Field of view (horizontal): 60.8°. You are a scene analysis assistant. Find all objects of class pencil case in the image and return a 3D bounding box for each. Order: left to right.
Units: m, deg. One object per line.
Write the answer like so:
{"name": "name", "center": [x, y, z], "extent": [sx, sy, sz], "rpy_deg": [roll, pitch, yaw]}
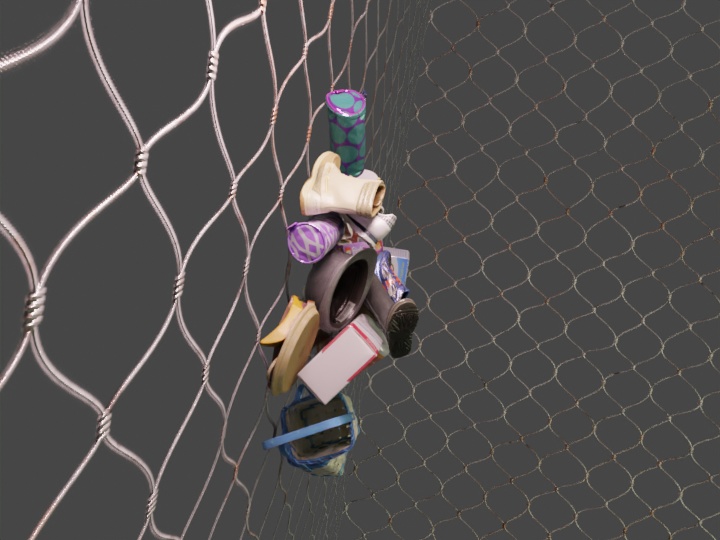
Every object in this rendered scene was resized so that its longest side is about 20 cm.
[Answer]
{"name": "pencil case", "center": [-0.085, -0.074, 1.218], "extent": [0.086, 0.084, 0.200], "rpy_deg": [60, 13, -8]}
{"name": "pencil case", "center": [-0.030, -0.291, 1.314], "extent": [0.201, 0.084, 0.093], "rpy_deg": [91, -12, -55]}

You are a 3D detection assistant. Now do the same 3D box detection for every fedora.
{"name": "fedora", "center": [-0.052, 0.027, 1.282], "extent": [0.177, 0.090, 0.201], "rpy_deg": [-23, 134, -54]}

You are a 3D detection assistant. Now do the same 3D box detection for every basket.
{"name": "basket", "center": [-0.113, 0.396, 1.468], "extent": [0.201, 0.138, 0.177], "rpy_deg": [59, 37, -37]}
{"name": "basket", "center": [-0.090, 0.329, 1.286], "extent": [0.200, 0.175, 0.140], "rpy_deg": [23, 49, -66]}

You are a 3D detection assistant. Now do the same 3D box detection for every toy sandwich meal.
{"name": "toy sandwich meal", "center": [-0.139, 0.137, 1.164], "extent": [0.205, 0.070, 0.206], "rpy_deg": [22, 90, -81]}

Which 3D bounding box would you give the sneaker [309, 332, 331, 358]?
{"name": "sneaker", "center": [-0.101, 0.177, 1.543], "extent": [0.201, 0.071, 0.080], "rpy_deg": [82, 0, -52]}

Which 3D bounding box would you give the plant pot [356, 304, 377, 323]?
{"name": "plant pot", "center": [-0.026, 0.111, 1.666], "extent": [0.187, 0.186, 0.201], "rpy_deg": [-65, 178, -63]}

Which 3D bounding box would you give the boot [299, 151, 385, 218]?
{"name": "boot", "center": [-0.024, -0.172, 1.230], "extent": [0.200, 0.154, 0.073], "rpy_deg": [-69, 160, -52]}

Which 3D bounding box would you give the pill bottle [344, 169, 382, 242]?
{"name": "pill bottle", "center": [0.002, -0.165, 1.643], "extent": [0.201, 0.111, 0.113], "rpy_deg": [93, 10, -47]}

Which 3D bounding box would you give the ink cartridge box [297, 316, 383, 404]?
{"name": "ink cartridge box", "center": [-0.034, 0.178, 1.254], "extent": [0.148, 0.086, 0.200], "rpy_deg": [-45, 175, 5]}

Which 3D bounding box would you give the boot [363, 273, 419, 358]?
{"name": "boot", "center": [0.055, 0.068, 1.338], "extent": [0.183, 0.072, 0.201], "rpy_deg": [100, -22, -43]}

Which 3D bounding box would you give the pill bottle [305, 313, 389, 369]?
{"name": "pill bottle", "center": [-0.041, 0.198, 1.427], "extent": [0.112, 0.199, 0.112], "rpy_deg": [52, 11, -14]}

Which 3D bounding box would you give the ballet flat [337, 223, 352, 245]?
{"name": "ballet flat", "center": [-0.054, -0.076, 1.503], "extent": [0.201, 0.071, 0.072], "rpy_deg": [94, 10, -45]}

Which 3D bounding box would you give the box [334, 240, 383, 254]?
{"name": "box", "center": [0.000, 0.000, 1.492], "extent": [0.200, 0.039, 0.138], "rpy_deg": [-14, 99, -60]}

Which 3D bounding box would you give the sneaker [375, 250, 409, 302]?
{"name": "sneaker", "center": [0.079, 0.044, 1.484], "extent": [0.075, 0.078, 0.201], "rpy_deg": [47, 34, -66]}

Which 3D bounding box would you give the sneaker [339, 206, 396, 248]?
{"name": "sneaker", "center": [-0.003, -0.128, 1.276], "extent": [0.081, 0.200, 0.076], "rpy_deg": [-46, 143, 4]}

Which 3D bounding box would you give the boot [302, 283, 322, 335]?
{"name": "boot", "center": [-0.088, 0.053, 1.419], "extent": [0.200, 0.074, 0.108], "rpy_deg": [-66, 160, -59]}

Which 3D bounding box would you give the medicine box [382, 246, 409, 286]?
{"name": "medicine box", "center": [0.030, 0.025, 1.771], "extent": [0.103, 0.198, 0.184], "rpy_deg": [-75, 173, -75]}
